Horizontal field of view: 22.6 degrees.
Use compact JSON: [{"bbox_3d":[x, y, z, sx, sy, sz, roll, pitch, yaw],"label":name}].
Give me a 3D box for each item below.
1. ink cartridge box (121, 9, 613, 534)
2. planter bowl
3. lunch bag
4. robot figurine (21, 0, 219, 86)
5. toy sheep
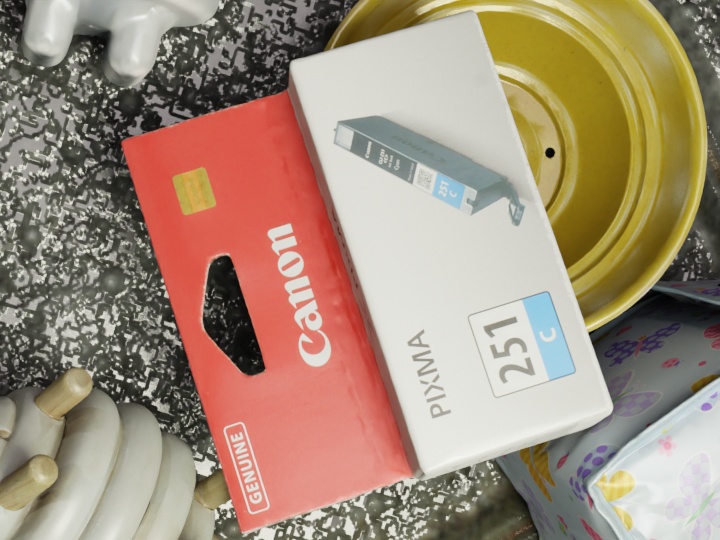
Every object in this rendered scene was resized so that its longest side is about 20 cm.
[{"bbox_3d":[0.000,0.000,0.829,0.176,0.045,0.200,-17,80,-7],"label":"ink cartridge box"},{"bbox_3d":[0.068,-0.060,0.917,0.200,0.083,0.201,0,87,-6],"label":"planter bowl"},{"bbox_3d":[0.179,0.070,0.909,0.200,0.170,0.127,-32,103,-10],"label":"lunch bag"},{"bbox_3d":[-0.111,-0.192,0.861,0.169,0.113,0.201,14,88,-15],"label":"robot figurine"},{"bbox_3d":[-0.138,0.114,0.850,0.200,0.138,0.138,36,83,-18],"label":"toy sheep"}]
